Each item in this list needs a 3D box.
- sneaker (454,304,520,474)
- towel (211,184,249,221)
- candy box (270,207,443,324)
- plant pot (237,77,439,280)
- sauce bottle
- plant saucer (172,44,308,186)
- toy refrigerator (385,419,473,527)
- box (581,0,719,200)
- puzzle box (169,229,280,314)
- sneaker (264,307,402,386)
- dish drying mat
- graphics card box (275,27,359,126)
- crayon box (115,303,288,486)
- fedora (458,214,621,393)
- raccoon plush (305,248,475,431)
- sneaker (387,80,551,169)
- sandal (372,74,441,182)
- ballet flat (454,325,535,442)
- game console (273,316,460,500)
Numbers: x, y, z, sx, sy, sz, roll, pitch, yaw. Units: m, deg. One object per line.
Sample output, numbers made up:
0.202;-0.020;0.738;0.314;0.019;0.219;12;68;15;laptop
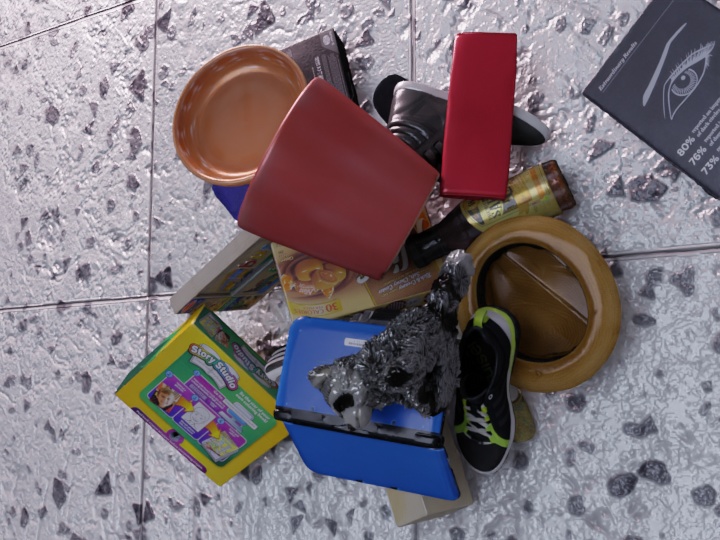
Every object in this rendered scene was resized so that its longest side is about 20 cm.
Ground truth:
0.123;0.133;1.051;0.071;0.083;0.202;9;108;30;sneaker
-0.119;-0.104;1.371;0.200;0.049;0.148;52;120;28;towel
0.000;0.000;1.197;0.199;0.055;0.116;-15;72;-6;candy box
-0.019;-0.091;1.110;0.177;0.200;0.201;30;104;0;plant pot
0.148;-0.060;1.129;0.199;0.066;0.066;-26;69;13;sauce bottle
-0.155;-0.202;1.289;0.199;0.037;0.202;-7;70;19;plant saucer
0.058;0.198;1.173;0.070;0.076;0.201;-38;63;47;toy refrigerator
0.356;-0.178;0.996;0.200;0.104;0.148;48;112;31;box
-0.144;-0.002;1.270;0.200;0.133;0.026;-38;66;37;puzzle box
-0.008;0.122;1.152;0.199;0.075;0.116;-20;110;31;sneaker
0.136;-0.178;1.112;0.076;0.018;0.202;4;77;8;dish drying mat
-0.106;-0.237;1.332;0.199;0.051;0.126;-20;65;14;graphics card box
-0.200;0.172;1.316;0.172;0.058;0.200;-40;104;24;crayon box
0.204;0.035;1.092;0.199;0.082;0.202;1;92;30;fedora
0.036;0.074;1.004;0.133;0.097;0.201;1;48;38;raccoon plush
0.119;-0.153;1.152;0.199;0.071;0.100;16;71;16;sneaker
0.077;-0.177;1.236;0.200;0.043;0.076;46;110;31;sandal
0.133;0.116;1.137;0.200;0.070;0.071;47;111;34;ballet flat
0.017;0.153;1.085;0.199;0.118;0.172;6;79;25;game console
